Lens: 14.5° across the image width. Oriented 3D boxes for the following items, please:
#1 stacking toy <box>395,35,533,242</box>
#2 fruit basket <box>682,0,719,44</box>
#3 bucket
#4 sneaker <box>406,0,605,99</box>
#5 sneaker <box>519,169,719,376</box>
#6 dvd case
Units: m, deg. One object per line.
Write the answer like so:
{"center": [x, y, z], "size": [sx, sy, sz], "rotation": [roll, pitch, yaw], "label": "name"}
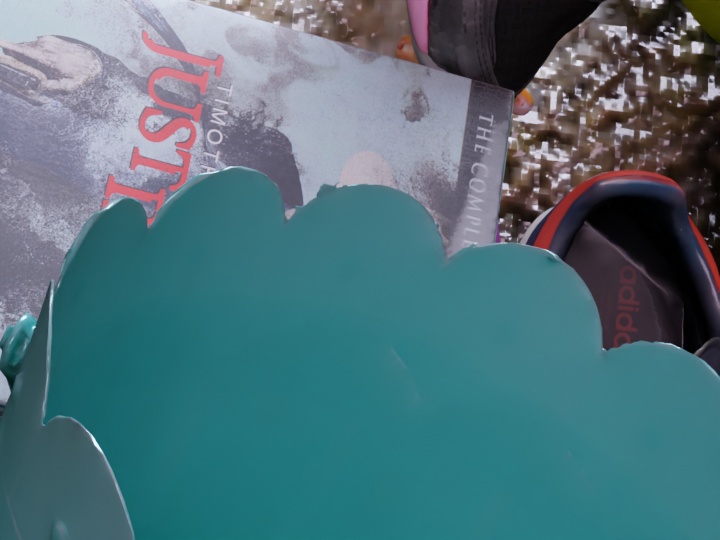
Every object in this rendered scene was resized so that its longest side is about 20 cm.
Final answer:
{"center": [0.000, 0.000, 0.820], "size": [0.116, 0.110, 0.200], "rotation": [25, 58, 1], "label": "stacking toy"}
{"center": [0.171, -0.084, 0.866], "size": [0.215, 0.156, 0.216], "rotation": [-20, 40, 18], "label": "fruit basket"}
{"center": [0.000, 0.091, 0.607], "size": [0.207, 0.135, 0.207], "rotation": [24, 30, -15], "label": "bucket"}
{"center": [0.089, -0.126, 0.809], "size": [0.095, 0.079, 0.200], "rotation": [26, 76, 27], "label": "sneaker"}
{"center": [0.077, 0.065, 0.807], "size": [0.075, 0.085, 0.201], "rotation": [-4, 71, -10], "label": "sneaker"}
{"center": [-0.063, -0.015, 0.737], "size": [0.199, 0.022, 0.146], "rotation": [16, 53, -8], "label": "dvd case"}
